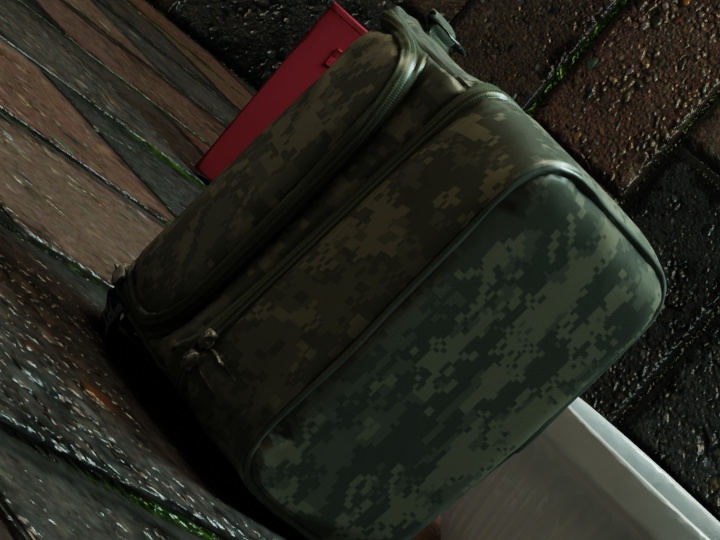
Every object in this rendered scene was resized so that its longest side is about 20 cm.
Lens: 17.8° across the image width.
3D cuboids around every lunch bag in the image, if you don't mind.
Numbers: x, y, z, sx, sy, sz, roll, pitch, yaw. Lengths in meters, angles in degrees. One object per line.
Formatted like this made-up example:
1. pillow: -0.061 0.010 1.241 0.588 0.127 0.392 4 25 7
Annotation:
1. lunch bag: 0.000 0.000 0.975 0.139 0.200 0.168 41 7 -46

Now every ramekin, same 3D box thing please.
1. ramekin: 0.132 0.157 1.183 0.200 0.105 0.200 42 4 -4

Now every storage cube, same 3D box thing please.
1. storage cube: 0.000 -0.083 1.891 0.171 0.180 0.200 43 5 18
